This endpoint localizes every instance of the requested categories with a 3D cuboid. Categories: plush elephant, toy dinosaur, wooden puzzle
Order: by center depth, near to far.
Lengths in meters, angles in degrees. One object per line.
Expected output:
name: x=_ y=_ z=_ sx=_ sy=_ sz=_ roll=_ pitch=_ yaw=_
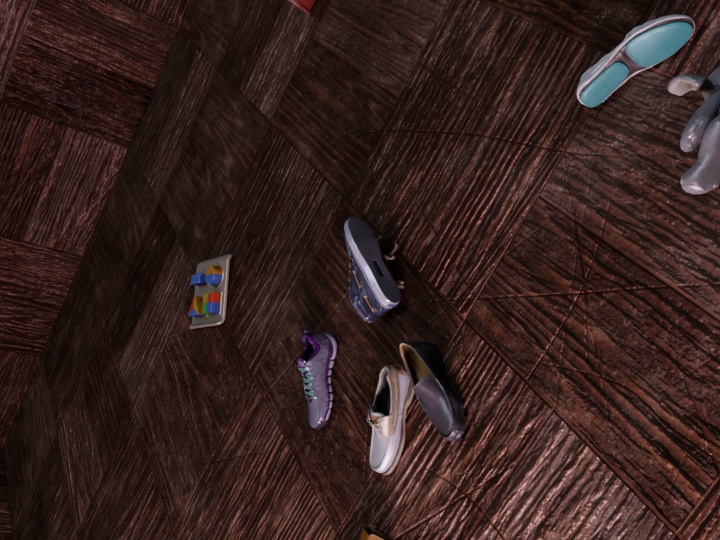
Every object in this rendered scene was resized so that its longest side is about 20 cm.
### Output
plush elephant: x=0.482 y=-0.201 z=0.943 sx=0.161 sy=0.155 sz=0.204 roll=-3 pitch=110 yaw=12
toy dinosaur: x=0.022 y=-0.023 z=1.525 sx=0.199 sy=0.058 sz=0.103 roll=27 pitch=99 yaw=53
wooden puzzle: x=-0.431 y=0.057 z=2.084 sx=0.184 sy=0.046 sz=0.204 roll=-11 pitch=68 yaw=50

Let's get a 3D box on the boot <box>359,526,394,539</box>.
boot: x=0.039 y=0.540 z=1.277 sx=0.200 sy=0.070 sz=0.147 roll=18 pitch=94 yaw=58

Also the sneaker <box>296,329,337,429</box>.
sneaker: x=-0.106 y=0.228 z=1.568 sx=0.074 sy=0.087 sz=0.204 roll=-15 pitch=65 yaw=48

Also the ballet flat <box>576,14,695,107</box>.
ballet flat: x=0.414 y=-0.334 z=1.143 sx=0.199 sy=0.069 sz=0.071 roll=-37 pitch=50 yaw=39

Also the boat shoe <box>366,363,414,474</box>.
boat shoe: x=0.045 y=0.272 z=1.374 sx=0.074 sy=0.068 sz=0.204 roll=5 pitch=81 yaw=52

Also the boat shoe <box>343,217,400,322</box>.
boat shoe: x=0.000 y=0.000 z=1.470 sx=0.091 sy=0.070 sz=0.203 roll=-40 pitch=66 yaw=39

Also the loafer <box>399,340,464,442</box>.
loafer: x=0.119 y=0.209 z=1.300 sx=0.073 sy=0.072 sz=0.202 roll=-50 pitch=44 yaw=26

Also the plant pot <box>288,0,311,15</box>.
plant pot: x=-0.161 y=-0.823 z=1.968 sx=0.196 sy=0.199 sz=0.201 roll=-53 pitch=41 yaw=11
